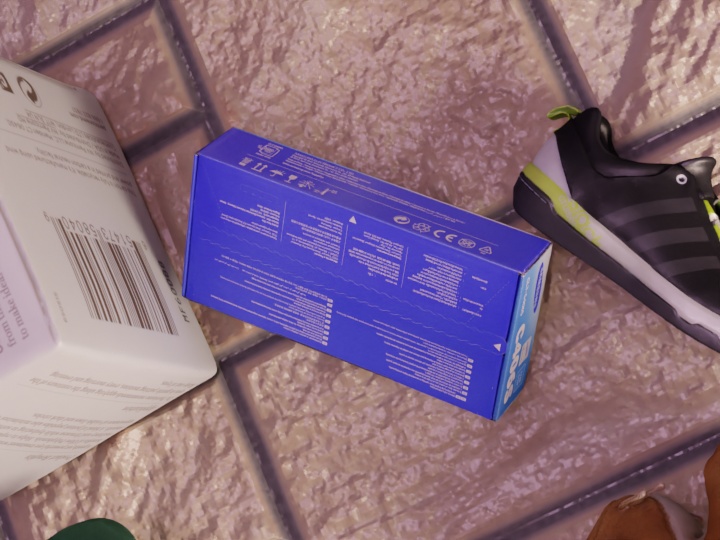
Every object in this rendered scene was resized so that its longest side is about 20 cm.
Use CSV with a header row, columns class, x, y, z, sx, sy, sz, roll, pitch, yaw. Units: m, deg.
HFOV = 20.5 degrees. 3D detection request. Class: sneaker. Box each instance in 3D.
class,x,y,z,sx,sy,sz,roll,pitch,yaw
sneaker,0.168,-0.019,1.032,0.199,0.072,0.083,36,96,18

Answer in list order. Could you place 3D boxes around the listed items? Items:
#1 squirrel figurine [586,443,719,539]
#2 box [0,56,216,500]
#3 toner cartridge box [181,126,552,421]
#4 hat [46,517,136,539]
class,x,y,z,sx,sy,sz,roll,pitch,yaw
squirrel figurine,0.194,0.184,0.974,0.185,0.141,0.202,-11,79,24
box,-0.220,0.004,1.097,0.170,0.199,0.201,-31,74,14
toner cartridge box,0.000,0.000,1.083,0.198,0.043,0.096,21,124,19
hat,-0.101,0.253,1.131,0.166,0.175,0.200,-57,34,8
